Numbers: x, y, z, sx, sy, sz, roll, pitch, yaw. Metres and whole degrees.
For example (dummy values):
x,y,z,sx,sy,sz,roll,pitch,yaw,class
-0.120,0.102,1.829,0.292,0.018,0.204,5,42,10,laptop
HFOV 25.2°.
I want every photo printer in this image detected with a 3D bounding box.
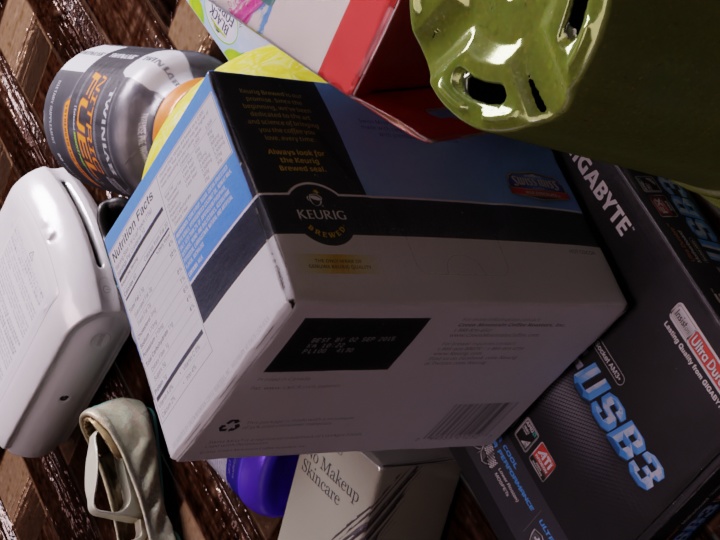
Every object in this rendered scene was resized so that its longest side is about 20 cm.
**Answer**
x,y,z,sx,sy,sz,roll,pitch,yaw,class
-0.257,0.028,1.313,0.200,0.069,0.167,-56,49,37,photo printer

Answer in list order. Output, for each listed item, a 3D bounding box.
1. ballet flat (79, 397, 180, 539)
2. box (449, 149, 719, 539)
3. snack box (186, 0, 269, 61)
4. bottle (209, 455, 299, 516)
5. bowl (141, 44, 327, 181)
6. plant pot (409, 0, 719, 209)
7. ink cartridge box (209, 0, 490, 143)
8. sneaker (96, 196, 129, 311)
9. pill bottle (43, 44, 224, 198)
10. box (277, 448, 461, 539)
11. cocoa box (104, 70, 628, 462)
x,y,z,sx,sy,sz,roll,pitch,yaw,class
-0.174,0.196,1.214,0.067,0.062,0.202,-36,63,48,ballet flat
0.117,0.050,0.832,0.199,0.049,0.201,-56,50,39,box
-0.053,-0.207,1.045,0.200,0.053,0.143,55,133,37,snack box
-0.089,0.081,1.082,0.200,0.065,0.084,39,120,46,bottle
-0.039,-0.065,0.928,0.201,0.199,0.108,-57,38,37,bowl
0.128,-0.116,0.692,0.199,0.189,0.202,5,96,53,plant pot
-0.007,-0.142,0.769,0.199,0.116,0.068,36,114,20,ink cartridge box
-0.123,0.013,1.034,0.200,0.075,0.080,34,155,55,sneaker
-0.138,-0.099,1.101,0.200,0.105,0.107,16,104,60,pill bottle
-0.007,0.183,0.984,0.082,0.068,0.202,36,119,47,box
0.000,0.000,0.782,0.134,0.199,0.132,-51,50,40,cocoa box
